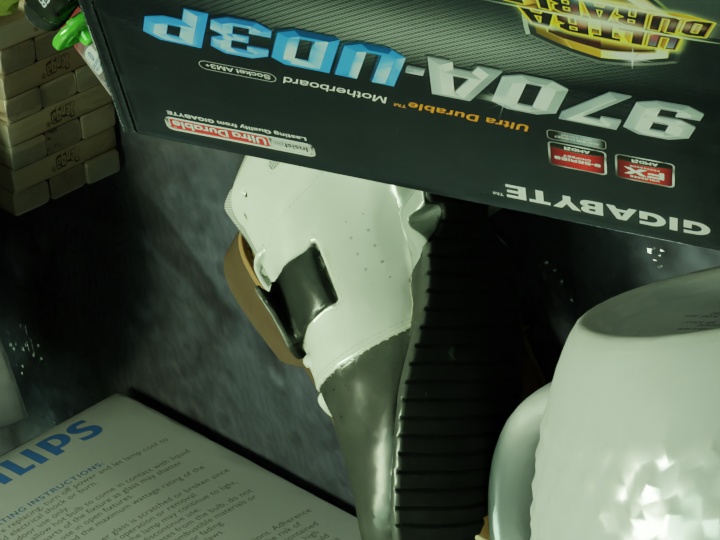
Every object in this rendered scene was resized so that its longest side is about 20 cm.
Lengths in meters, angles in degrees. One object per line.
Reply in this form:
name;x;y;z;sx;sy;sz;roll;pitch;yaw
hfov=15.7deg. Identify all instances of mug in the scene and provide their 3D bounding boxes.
mug;0.105;0.090;0.758;0.200;0.147;0.176;4;108;56

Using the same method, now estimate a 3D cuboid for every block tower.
block tower;-0.137;-0.118;1.005;0.058;0.054;0.201;28;132;40

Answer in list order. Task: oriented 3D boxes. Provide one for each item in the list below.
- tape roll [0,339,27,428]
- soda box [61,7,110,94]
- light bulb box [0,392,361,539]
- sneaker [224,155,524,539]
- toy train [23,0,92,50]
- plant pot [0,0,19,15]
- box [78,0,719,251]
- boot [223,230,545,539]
tape roll;-0.203;-0.020;1.072;0.200;0.066;0.201;158;90;-82
soda box;-0.045;-0.142;0.867;0.070;0.063;0.200;54;143;10
light bulb box;-0.070;0.186;1.053;0.200;0.125;0.199;23;129;41
sneaker;0.000;0.000;0.843;0.088;0.074;0.201;-5;81;31
toy train;-0.051;-0.127;0.782;0.042;0.056;0.200;54;144;3
plant pot;-0.170;-0.154;0.740;0.200;0.189;0.201;-34;50;53
box;0.020;-0.076;0.712;0.199;0.046;0.159;12;156;11
boot;0.032;0.033;0.882;0.200;0.073;0.076;48;130;22
